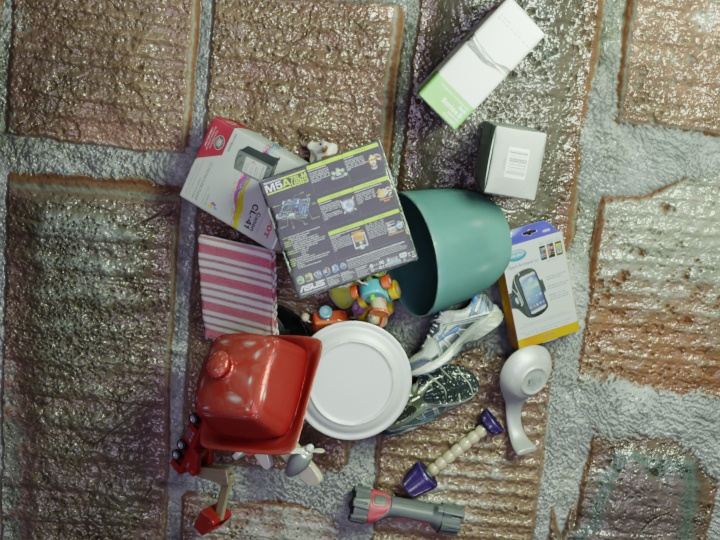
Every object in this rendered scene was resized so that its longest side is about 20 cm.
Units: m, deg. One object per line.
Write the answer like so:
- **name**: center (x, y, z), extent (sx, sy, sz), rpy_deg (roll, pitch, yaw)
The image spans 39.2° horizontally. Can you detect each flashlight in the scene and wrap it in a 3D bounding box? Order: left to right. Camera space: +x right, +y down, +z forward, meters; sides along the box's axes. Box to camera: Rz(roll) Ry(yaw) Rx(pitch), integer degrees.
- **flashlight**: center (0.079, 0.431, 1.795), extent (0.198, 0.068, 0.069), rpy_deg (12, 97, -6)

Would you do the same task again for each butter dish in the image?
- **butter dish**: center (-0.186, 0.171, 1.584), extent (0.198, 0.148, 0.201), rpy_deg (-1, 62, 33)

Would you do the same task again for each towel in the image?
- **towel**: center (-0.201, 0.040, 1.686), extent (0.145, 0.030, 0.202), rpy_deg (13, 119, 22)

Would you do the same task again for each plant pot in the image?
- **plant pot**: center (0.146, -0.042, 1.631), extent (0.160, 0.200, 0.203), rpy_deg (-13, 102, -22)

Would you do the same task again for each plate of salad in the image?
- **plate of salad**: center (-0.015, 0.179, 1.667), extent (0.198, 0.048, 0.202), rpy_deg (-1, 101, -3)

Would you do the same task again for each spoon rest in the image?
- **spoon rest**: center (0.278, 0.215, 1.730), extent (0.098, 0.061, 0.202), rpy_deg (-10, 117, -22)

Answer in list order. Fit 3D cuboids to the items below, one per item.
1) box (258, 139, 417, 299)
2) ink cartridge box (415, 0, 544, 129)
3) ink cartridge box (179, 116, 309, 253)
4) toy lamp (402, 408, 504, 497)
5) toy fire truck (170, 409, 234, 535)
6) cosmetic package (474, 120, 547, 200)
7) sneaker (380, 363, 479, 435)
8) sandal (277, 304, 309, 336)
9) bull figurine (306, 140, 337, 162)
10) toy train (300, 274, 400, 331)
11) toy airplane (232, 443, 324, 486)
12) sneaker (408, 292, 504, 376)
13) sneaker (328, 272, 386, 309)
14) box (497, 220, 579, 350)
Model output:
- **box**: center (-0.033, -0.078, 1.545), extent (0.198, 0.048, 0.195), rpy_deg (-19, 95, 3)
- **ink cartridge box**: center (0.185, -0.326, 1.593), extent (0.084, 0.146, 0.200), rpy_deg (43, 100, -7)
- **ink cartridge box**: center (-0.172, -0.138, 1.636), extent (0.199, 0.085, 0.149), rpy_deg (30, 100, 21)
- **toy lamp**: center (0.158, 0.323, 1.772), extent (0.200, 0.058, 0.058), rpy_deg (-42, 98, 7)
- **toy fire truck**: center (-0.261, 0.342, 1.748), extent (0.141, 0.049, 0.201), rpy_deg (43, 122, 23)
- **cosmetic package**: center (0.233, -0.177, 1.597), extent (0.089, 0.200, 0.108), rpy_deg (8, 99, -2)
- **sneaker**: center (0.110, 0.227, 1.753), extent (0.198, 0.087, 0.078), rpy_deg (-18, 59, -12)
- **sandal**: center (-0.181, 0.078, 1.735), extent (0.199, 0.043, 0.076), rpy_deg (33, 100, -5)
- **bull figurine**: center (-0.049, -0.115, 1.683), extent (0.121, 0.065, 0.201), rpy_deg (-34, 97, 12)
- **toy train**: center (-0.012, 0.069, 1.667), extent (0.149, 0.200, 0.056), rpy_deg (-1, 66, -15)
- **toy airplane**: center (-0.152, 0.257, 1.720), extent (0.198, 0.141, 0.201), rpy_deg (4, 91, 18)
- **sneaker**: center (0.142, 0.103, 1.724), extent (0.199, 0.077, 0.085), rpy_deg (-36, 95, -2)
- **sneaker**: center (0.000, 0.000, 1.663), extent (0.075, 0.077, 0.201), rpy_deg (-5, 140, -28)
- **box**: center (0.293, 0.020, 1.699), extent (0.118, 0.041, 0.202), rpy_deg (-15, 99, -16)
